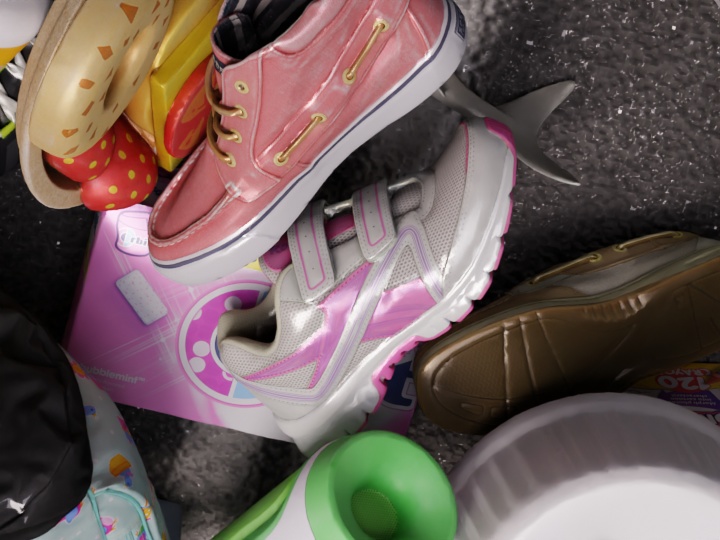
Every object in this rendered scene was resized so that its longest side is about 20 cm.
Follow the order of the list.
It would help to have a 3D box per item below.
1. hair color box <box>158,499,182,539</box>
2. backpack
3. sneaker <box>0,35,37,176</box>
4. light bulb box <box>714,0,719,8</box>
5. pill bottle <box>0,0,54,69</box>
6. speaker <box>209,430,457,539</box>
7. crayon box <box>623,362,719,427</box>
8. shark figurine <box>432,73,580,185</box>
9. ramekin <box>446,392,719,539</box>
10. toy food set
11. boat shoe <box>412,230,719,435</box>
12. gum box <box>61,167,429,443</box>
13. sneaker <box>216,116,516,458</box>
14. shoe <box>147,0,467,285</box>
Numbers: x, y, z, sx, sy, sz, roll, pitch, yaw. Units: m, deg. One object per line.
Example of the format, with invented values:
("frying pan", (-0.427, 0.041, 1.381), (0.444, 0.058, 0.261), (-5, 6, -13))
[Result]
("hair color box", (-0.208, 0.163, 1.198), (0.199, 0.061, 0.099), (14, 112, -10))
("backpack", (-0.167, 0.115, 1.061), (0.126, 0.167, 0.200), (-20, 143, -7))
("sneaker", (-0.193, -0.069, 1.082), (0.200, 0.083, 0.072), (-39, 111, 13))
("light bulb box", (0.264, -0.167, 1.009), (0.198, 0.200, 0.125), (16, 112, -11))
("pill bottle", (-0.215, -0.117, 0.976), (0.109, 0.109, 0.200), (40, 120, -19))
("speaker", (-0.032, 0.153, 1.092), (0.088, 0.089, 0.200), (29, 142, -16))
("crayon box", (0.177, 0.101, 1.166), (0.199, 0.119, 0.058), (2, 114, -5))
("shark figurine", (0.034, -0.135, 1.070), (0.128, 0.090, 0.215), (-14, 112, 4))
("ramekin", (0.128, 0.169, 1.062), (0.200, 0.098, 0.201), (-1, 102, -5))
("toy food set", (-0.091, -0.112, 1.019), (0.049, 0.200, 0.198), (33, 67, 14))
("boat shoe", (0.114, 0.031, 1.138), (0.199, 0.066, 0.074), (-16, 116, -15))
("gum box", (-0.051, 0.023, 1.142), (0.199, 0.066, 0.114), (14, 113, -10))
("sneaker", (0.000, 0.000, 1.052), (0.088, 0.081, 0.200), (32, 109, -19))
("shoe", (-0.050, -0.078, 1.010), (0.200, 0.072, 0.091), (-40, 133, 21))
